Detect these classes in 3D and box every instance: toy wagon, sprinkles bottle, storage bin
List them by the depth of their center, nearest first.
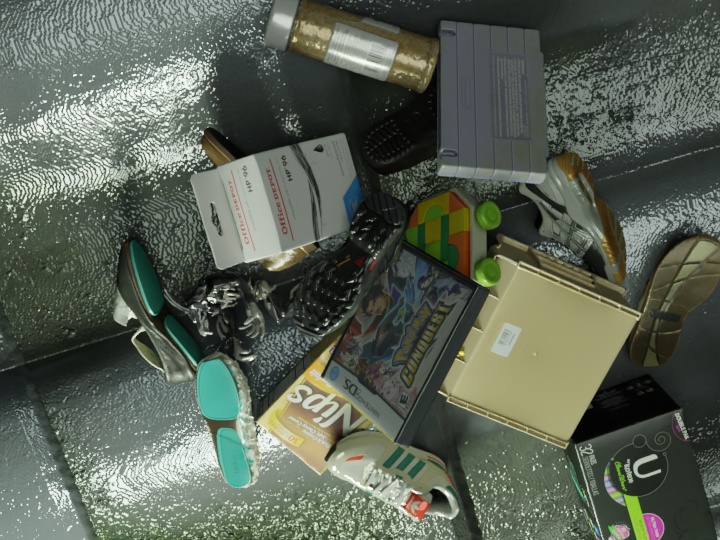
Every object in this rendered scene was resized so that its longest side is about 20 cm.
[{"bbox_3d":[-0.010,-0.268,1.211,0.200,0.068,0.068,16,104,-8],"label":"sprinkles bottle"},{"bbox_3d":[0.101,0.005,1.232,0.040,0.155,0.201,14,70,-34],"label":"toy wagon"},{"bbox_3d":[0.207,0.086,1.275,0.198,0.094,0.200,23,107,-10],"label":"storage bin"}]

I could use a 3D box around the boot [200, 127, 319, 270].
[{"bbox_3d":[-0.139,-0.082,1.256,0.075,0.074,0.200,-34,109,11],"label":"boot"}]

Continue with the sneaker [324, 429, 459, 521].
[{"bbox_3d":[0.049,0.270,1.328,0.200,0.093,0.070,24,109,-33],"label":"sneaker"}]

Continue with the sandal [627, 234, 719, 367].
[{"bbox_3d":[0.402,0.035,1.346,0.080,0.054,0.200,16,118,-3],"label":"sandal"}]

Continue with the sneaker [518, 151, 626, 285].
[{"bbox_3d":[0.269,-0.059,1.304,0.088,0.076,0.200,-18,119,31],"label":"sneaker"}]

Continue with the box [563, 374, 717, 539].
[{"bbox_3d":[0.360,0.268,1.367,0.148,0.124,0.200,-20,105,1],"label":"box"}]

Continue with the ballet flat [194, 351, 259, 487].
[{"bbox_3d":[-0.166,0.184,1.325,0.072,0.072,0.200,-7,113,-3],"label":"ballet flat"}]

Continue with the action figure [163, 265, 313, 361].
[{"bbox_3d":[-0.137,0.051,1.268,0.199,0.119,0.102,-5,71,-11],"label":"action figure"}]

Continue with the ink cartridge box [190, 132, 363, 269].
[{"bbox_3d":[-0.088,-0.082,1.187,0.068,0.200,0.116,-12,97,42],"label":"ink cartridge box"}]

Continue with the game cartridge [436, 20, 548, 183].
[{"bbox_3d":[0.153,-0.197,1.210,0.129,0.038,0.200,6,66,-10],"label":"game cartridge"}]

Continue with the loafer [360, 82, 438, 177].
[{"bbox_3d":[0.089,-0.176,1.255,0.200,0.071,0.073,-25,73,-9],"label":"loafer"}]

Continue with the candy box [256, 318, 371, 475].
[{"bbox_3d":[-0.027,0.153,1.336,0.115,0.055,0.200,42,97,-13],"label":"candy box"}]

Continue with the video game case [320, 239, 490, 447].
[{"bbox_3d":[0.046,0.077,1.207,0.025,0.181,0.200,23,96,-36],"label":"video game case"}]

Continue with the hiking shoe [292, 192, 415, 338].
[{"bbox_3d":[0.000,0.000,1.218,0.076,0.101,0.200,43,107,19],"label":"hiking shoe"}]

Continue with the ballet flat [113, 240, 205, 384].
[{"bbox_3d":[-0.265,0.061,1.287,0.068,0.068,0.200,-23,106,11],"label":"ballet flat"}]
